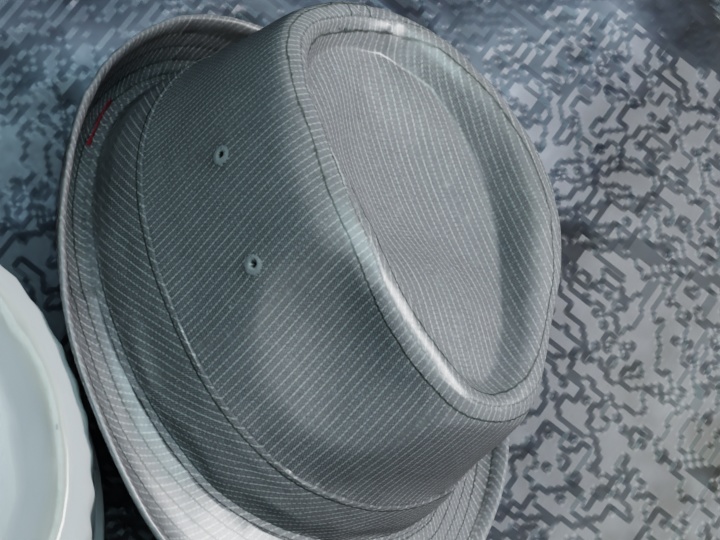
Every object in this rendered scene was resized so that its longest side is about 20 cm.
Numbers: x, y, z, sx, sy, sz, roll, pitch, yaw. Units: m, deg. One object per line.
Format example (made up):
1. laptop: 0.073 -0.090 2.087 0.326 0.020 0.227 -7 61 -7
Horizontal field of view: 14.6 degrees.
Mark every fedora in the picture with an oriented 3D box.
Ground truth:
1. fedora: 0.000 0.000 0.842 0.177 0.090 0.200 10 59 -40

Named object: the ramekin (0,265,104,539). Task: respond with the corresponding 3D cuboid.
1. ramekin: -0.167 0.065 0.808 0.202 0.094 0.203 4 74 -15
